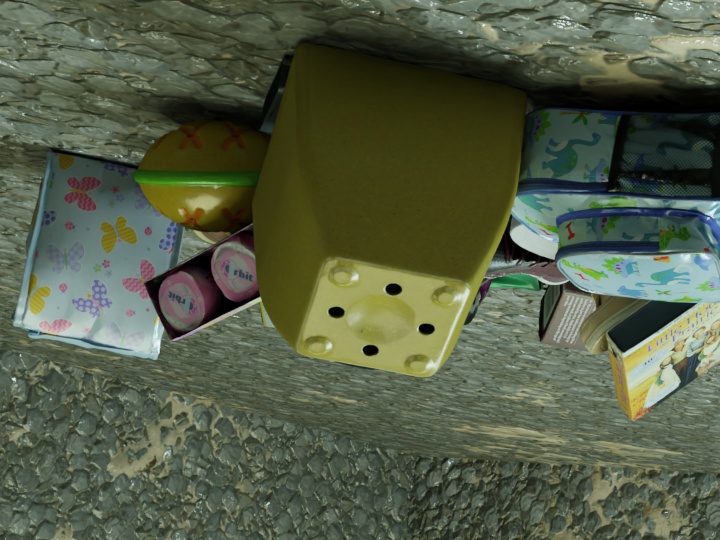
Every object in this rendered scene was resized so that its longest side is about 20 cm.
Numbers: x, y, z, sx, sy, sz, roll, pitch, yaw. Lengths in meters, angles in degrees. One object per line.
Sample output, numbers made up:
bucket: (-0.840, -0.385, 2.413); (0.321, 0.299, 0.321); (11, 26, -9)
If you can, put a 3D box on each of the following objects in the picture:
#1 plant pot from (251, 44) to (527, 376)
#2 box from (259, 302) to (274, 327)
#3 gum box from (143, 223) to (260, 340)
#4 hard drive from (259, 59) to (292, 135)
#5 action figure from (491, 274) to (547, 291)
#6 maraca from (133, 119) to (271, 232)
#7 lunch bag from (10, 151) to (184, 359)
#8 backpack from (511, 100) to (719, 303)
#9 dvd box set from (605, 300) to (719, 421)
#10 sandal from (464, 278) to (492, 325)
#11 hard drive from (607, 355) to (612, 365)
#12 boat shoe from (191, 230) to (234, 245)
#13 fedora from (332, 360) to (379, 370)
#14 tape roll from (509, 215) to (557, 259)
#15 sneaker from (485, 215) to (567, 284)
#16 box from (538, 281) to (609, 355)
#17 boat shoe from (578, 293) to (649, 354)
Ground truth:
plant pot: (0.017, -0.031, 1.357); (0.195, 0.200, 0.194); (12, 135, -8)
box: (-0.058, -0.031, 1.768); (0.117, 0.048, 0.200); (5, 125, 21)
gum box: (-0.091, -0.009, 1.584); (0.200, 0.066, 0.113); (-26, 180, 36)
hard drive: (0.019, -0.131, 1.467); (0.200, 0.033, 0.140); (11, 168, -8)
action figure: (0.115, -0.002, 1.966); (0.200, 0.055, 0.118); (3, 169, 13)
maraca: (-0.114, -0.089, 1.598); (0.200, 0.107, 0.137); (1, -171, 0)
lunch bag: (-0.286, -0.012, 1.869); (0.170, 0.200, 0.127); (10, 168, -8)
backpack: (0.223, -0.057, 1.383); (0.200, 0.147, 0.183); (8, 166, 22)
dvd box set: (0.304, 0.063, 1.602); (0.146, 0.029, 0.200); (-34, 155, -4)
sandal: (0.123, 0.026, 1.879); (0.048, 0.075, 0.200); (42, 134, -8)
hard drive: (0.318, 0.041, 1.723); (0.026, 0.132, 0.200); (48, -164, 7)
boat shoe: (-0.148, -0.071, 1.794); (0.068, 0.072, 0.200); (6, 166, 27)
fedora: (0.000, 0.000, 1.673); (0.201, 0.201, 0.092); (3, -152, 29)
tape roll: (0.243, -0.053, 1.577); (0.202, 0.071, 0.202); (10, 168, 2)
sneaker: (0.191, -0.032, 1.745); (0.200, 0.076, 0.116); (6, 169, -44)
box: (0.311, 0.044, 1.908); (0.200, 0.075, 0.100); (12, 139, -5)
boat shoe: (0.264, 0.018, 1.702); (0.200, 0.069, 0.074); (-33, 163, -49)
